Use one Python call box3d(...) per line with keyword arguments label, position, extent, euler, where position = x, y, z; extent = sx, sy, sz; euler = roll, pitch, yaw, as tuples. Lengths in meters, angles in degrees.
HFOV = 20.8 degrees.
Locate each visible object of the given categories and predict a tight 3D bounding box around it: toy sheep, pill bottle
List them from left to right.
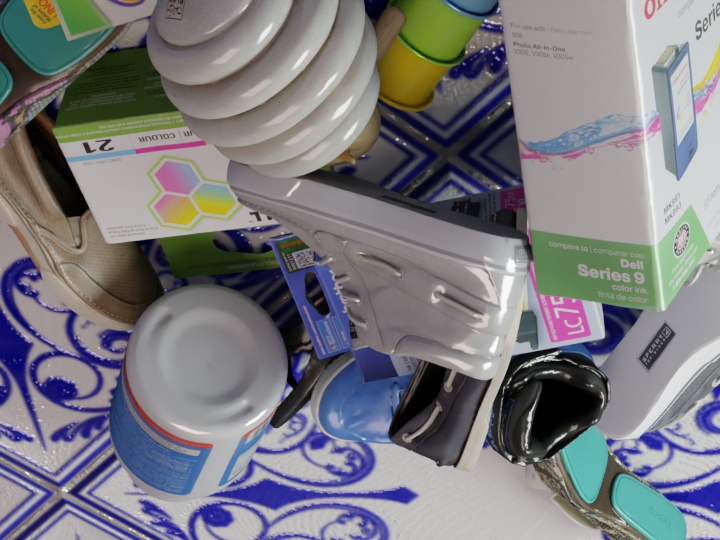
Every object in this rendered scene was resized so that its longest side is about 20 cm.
box3d(label="pill bottle", position=(-0.121, 0.096, 1.390), extent=(0.111, 0.113, 0.200), euler=(15, 154, -7))
box3d(label="toy sheep", position=(-0.053, -0.129, 1.109), extent=(0.137, 0.139, 0.200), euler=(-23, 132, 28))

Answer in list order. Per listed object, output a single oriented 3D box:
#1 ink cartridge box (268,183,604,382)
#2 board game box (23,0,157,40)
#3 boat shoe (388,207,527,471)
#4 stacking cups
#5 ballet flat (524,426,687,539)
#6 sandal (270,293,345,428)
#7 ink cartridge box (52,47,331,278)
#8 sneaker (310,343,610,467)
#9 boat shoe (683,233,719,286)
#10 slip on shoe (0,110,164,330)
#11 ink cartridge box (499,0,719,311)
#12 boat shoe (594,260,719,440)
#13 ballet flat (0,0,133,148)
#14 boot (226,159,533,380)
box3d(label="ink cartridge box", position=(0.050, 0.011, 1.270), extent=(0.198, 0.042, 0.120), euler=(-9, 133, 13))
box3d(label="board game box", position=(-0.109, -0.200, 1.137), extent=(0.198, 0.030, 0.096), euler=(-15, 132, 4))
box3d(label="boat shoe", position=(0.061, 0.043, 1.222), extent=(0.062, 0.073, 0.201), euler=(12, 128, -1))
box3d(label="stacking cups", position=(0.066, -0.183, 1.149), extent=(0.060, 0.061, 0.200), euler=(24, 128, -16))
box3d(label="ballet flat", position=(0.168, 0.159, 1.470), extent=(0.075, 0.068, 0.200), euler=(-11, 137, 40))
box3d(label="sandal", position=(-0.021, 0.033, 1.375), extent=(0.048, 0.075, 0.201), euler=(40, 128, 9))
box3d(label="ink cartridge box", position=(-0.094, -0.050, 1.286), extent=(0.146, 0.076, 0.201), euler=(-6, 132, 15))
box3d(label="sneaker", position=(0.071, 0.088, 1.329), extent=(0.198, 0.111, 0.077), euler=(-8, 110, -14))
box3d(label="boat shoe", position=(0.216, -0.031, 1.258), extent=(0.200, 0.075, 0.087), euler=(5, 136, 9))
box3d(label="slip on shoe", position=(-0.189, -0.038, 1.319), extent=(0.060, 0.076, 0.200), euler=(-18, 122, 33))
box3d(label="ink cartridge box", position=(0.153, -0.102, 1.108), extent=(0.087, 0.145, 0.202), euler=(8, 125, 31))
box3d(label="boat shoe", position=(0.236, 0.041, 1.338), extent=(0.067, 0.072, 0.201), euler=(2, 132, -44))
box3d(label="ballet flat", position=(-0.208, -0.126, 1.219), extent=(0.200, 0.071, 0.069), euler=(-42, 80, 4))
box3d(label="boot", position=(0.000, 0.000, 1.162), extent=(0.199, 0.073, 0.096), euler=(19, 102, 24))
